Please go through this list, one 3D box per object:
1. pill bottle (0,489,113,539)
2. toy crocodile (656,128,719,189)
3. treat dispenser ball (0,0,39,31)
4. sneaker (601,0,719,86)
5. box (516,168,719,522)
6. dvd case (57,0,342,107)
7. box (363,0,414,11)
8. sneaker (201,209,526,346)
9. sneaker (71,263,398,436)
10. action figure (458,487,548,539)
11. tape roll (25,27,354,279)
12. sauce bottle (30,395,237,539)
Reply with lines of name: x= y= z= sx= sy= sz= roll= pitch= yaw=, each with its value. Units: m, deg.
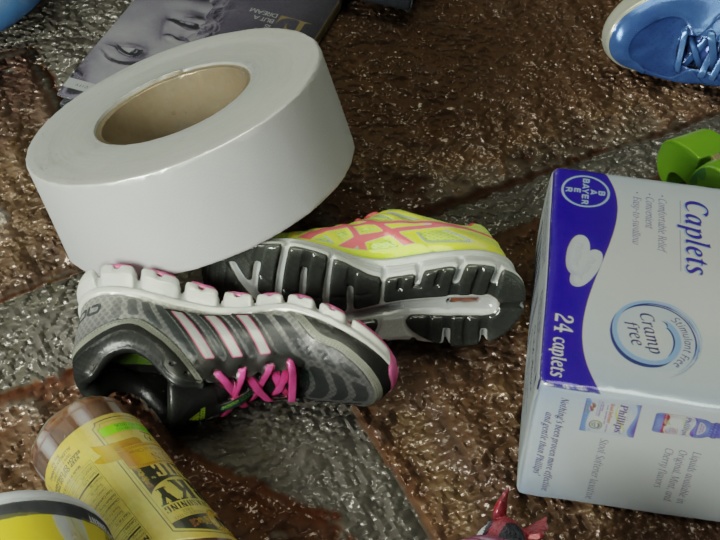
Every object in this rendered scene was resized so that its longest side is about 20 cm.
pill bottle: x=-0.146 y=0.210 z=0.726 sx=0.112 sy=0.112 sz=0.200 roll=-13 pitch=47 yaw=-17
toy crocodile: x=0.282 y=-0.033 z=1.046 sx=0.200 sy=0.062 sz=0.067 roll=38 pitch=48 yaw=24
treat dispenser ball: x=-0.310 y=-0.263 z=1.130 sx=0.200 sy=0.201 sz=0.201 roll=2 pitch=44 yaw=-2
sneaker: x=0.285 y=-0.158 z=1.154 sx=0.199 sy=0.077 sz=0.111 roll=2 pitch=35 yaw=-11
box: x=0.200 y=0.045 z=0.924 sx=0.199 sy=0.105 sz=0.184 roll=8 pitch=45 yaw=3
dvd case: x=-0.116 y=-0.168 z=1.179 sx=0.148 sy=0.016 sz=0.200 roll=16 pitch=46 yaw=11
box: x=-0.021 y=-0.326 z=1.264 sx=0.199 sy=0.124 sz=0.197 roll=15 pitch=40 yaw=11
sneaker: x=0.000 y=0.000 z=0.986 sx=0.199 sy=0.078 sz=0.090 roll=5 pitch=33 yaw=-5
sneaker: x=-0.080 y=0.060 z=0.915 sx=0.199 sy=0.074 sz=0.088 roll=12 pitch=54 yaw=3
action figure: x=0.041 y=0.186 z=0.750 sx=0.133 sy=0.149 sz=0.201 roll=12 pitch=59 yaw=17
tape roll: x=-0.107 y=-0.078 z=0.997 sx=0.202 sy=0.071 sz=0.203 roll=-17 pitch=28 yaw=9
sauce bottle: x=-0.100 y=0.149 z=0.827 sx=0.065 sy=0.065 sz=0.200 roll=-27 pitch=54 yaw=-28
